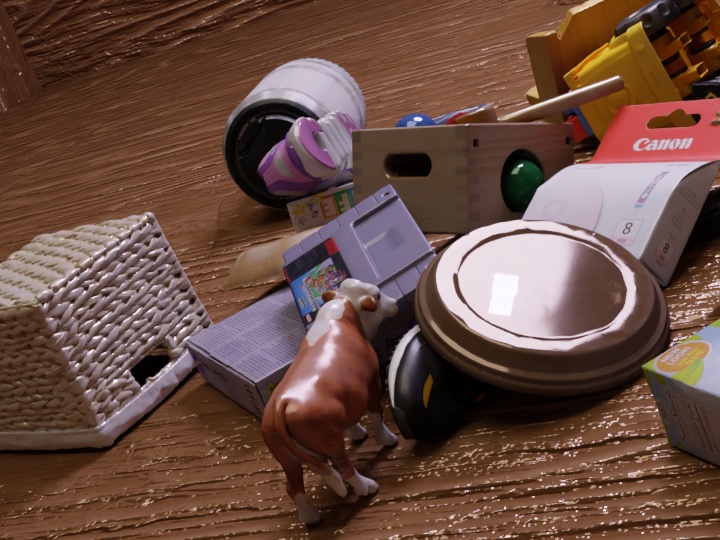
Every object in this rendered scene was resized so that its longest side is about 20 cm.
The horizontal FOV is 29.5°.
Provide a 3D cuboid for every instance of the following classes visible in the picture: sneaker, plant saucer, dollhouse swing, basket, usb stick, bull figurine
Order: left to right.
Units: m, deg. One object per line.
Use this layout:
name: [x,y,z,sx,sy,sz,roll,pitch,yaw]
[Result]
basket: [-0.287,0.061,1.360,0.199,0.161,0.198,-9,24,39]
plant saucer: [-0.051,-0.024,1.425,0.199,0.036,0.200,-17,2,1]
sneaker: [-0.047,-0.117,1.479,0.088,0.081,0.200,-36,-9,22]
bull figurine: [-0.017,0.093,1.025,0.065,0.122,0.200,-11,22,28]
sneaker: [0.095,0.060,1.067,0.090,0.070,0.200,-12,19,36]
plant saucer: [0.140,0.020,1.057,0.199,0.030,0.201,1,38,-1]
dollhouse swing: [0.289,-0.283,1.664,0.199,0.182,0.176,-25,35,-7]
usb stick: [0.351,-0.070,1.196,0.199,0.033,0.055,-23,19,1]

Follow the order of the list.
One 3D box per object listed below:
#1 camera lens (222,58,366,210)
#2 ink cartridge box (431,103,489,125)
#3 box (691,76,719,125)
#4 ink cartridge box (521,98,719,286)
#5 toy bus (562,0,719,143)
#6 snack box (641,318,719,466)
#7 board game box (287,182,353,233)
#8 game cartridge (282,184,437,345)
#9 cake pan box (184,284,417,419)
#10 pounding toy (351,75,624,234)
camera lens: [-0.082,-0.179,1.782,0.159,0.161,0.200,-15,20,19]
ink cartridge box: [0.098,-0.166,1.674,0.099,0.039,0.200,-13,9,28]
box: [0.441,-0.172,1.303,0.159,0.050,0.200,-16,14,-27]
ink cartridge box: [0.235,-0.082,1.211,0.162,0.057,0.201,4,63,53]
toy bus: [0.310,-0.213,1.518,0.192,0.136,0.200,-27,9,42]
snack box: [0.299,0.065,0.831,0.168,0.068,0.200,-29,18,-18]
board game box: [0.012,-0.084,1.524,0.134,0.034,0.200,-16,2,16]
game cartridge: [0.000,0.000,1.201,0.129,0.038,0.200,-29,27,1]
cake pan box: [-0.049,0.059,1.268,0.184,0.053,0.200,-27,19,-21]
pounding toy: [0.125,-0.112,1.329,0.184,0.143,0.199,-7,6,-42]
